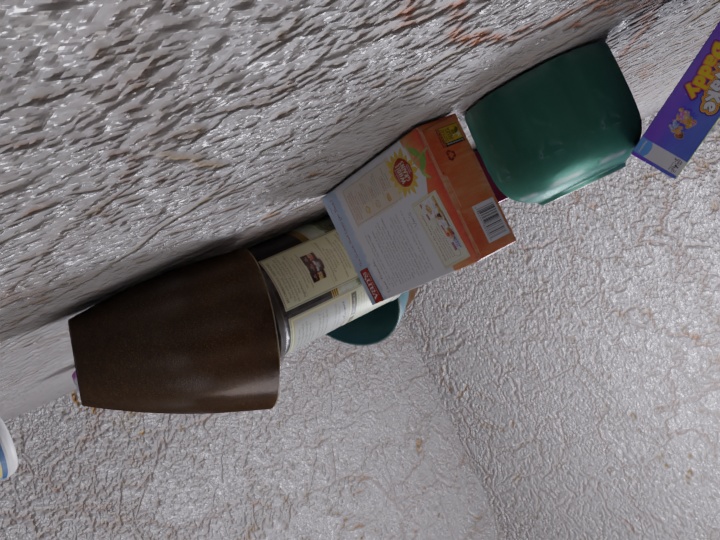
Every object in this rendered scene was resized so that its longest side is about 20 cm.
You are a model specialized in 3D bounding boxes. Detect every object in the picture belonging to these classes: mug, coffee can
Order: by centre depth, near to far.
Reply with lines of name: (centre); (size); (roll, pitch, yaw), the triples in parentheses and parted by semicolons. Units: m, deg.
mug: (0.195, -0.134, 0.743); (0.152, 0.115, 0.185); (-26, 178, 13)
coffee can: (-0.062, 0.013, 0.986); (0.200, 0.147, 0.146); (-25, 179, -30)

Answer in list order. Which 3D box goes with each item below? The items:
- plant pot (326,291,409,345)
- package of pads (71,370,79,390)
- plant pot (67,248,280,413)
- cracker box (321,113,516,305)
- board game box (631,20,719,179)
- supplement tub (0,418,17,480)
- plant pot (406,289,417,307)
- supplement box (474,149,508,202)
plant pot: (0.000, 0.000, 1.195); (0.200, 0.200, 0.135); (-26, -165, 41)
package of pads: (-0.507, 0.200, 1.622); (0.120, 0.076, 0.200); (-25, 180, 31)
plant pot: (-0.212, 0.082, 0.829); (0.199, 0.188, 0.187); (-9, 173, -22)
cracker box: (0.051, -0.054, 0.762); (0.058, 0.134, 0.200); (-25, 180, -33)
board game box: (0.322, -0.181, 0.668); (0.200, 0.045, 0.134); (-61, 165, 21)
supplement tub: (-0.725, 0.335, 1.303); (0.200, 0.145, 0.145); (-25, 179, -40)
plant pot: (0.031, -0.010, 1.549); (0.186, 0.187, 0.200); (-25, 165, -5)
supplement box: (0.135, -0.113, 1.114); (0.200, 0.086, 0.110); (-25, 179, -21)
